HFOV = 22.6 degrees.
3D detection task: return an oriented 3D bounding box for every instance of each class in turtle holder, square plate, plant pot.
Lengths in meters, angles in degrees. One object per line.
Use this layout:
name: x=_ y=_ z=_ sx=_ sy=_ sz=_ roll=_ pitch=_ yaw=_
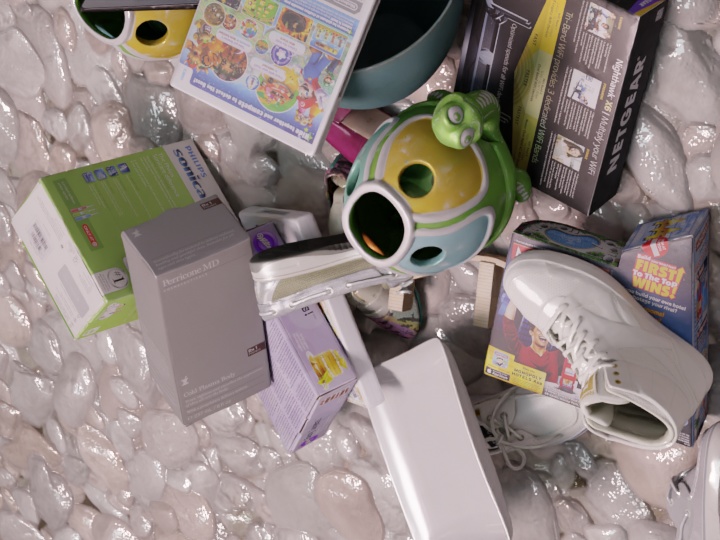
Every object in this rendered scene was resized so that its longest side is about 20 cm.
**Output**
turtle holder: x=-0.196 y=-0.256 z=1.737 sx=0.141 sy=0.131 sz=0.186 roll=-32 pitch=90 yaw=45
square plate: x=0.073 y=0.172 z=1.714 sx=0.200 sy=0.028 sz=0.200 roll=-29 pitch=79 yaw=64
turtle holder: x=0.065 y=-0.070 z=1.532 sx=0.185 sy=0.131 sz=0.142 roll=-18 pitch=102 yaw=48
plant pot: x=0.002 y=-0.220 z=1.570 sx=0.199 sy=0.201 sz=0.135 roll=29 pitch=164 yaw=25

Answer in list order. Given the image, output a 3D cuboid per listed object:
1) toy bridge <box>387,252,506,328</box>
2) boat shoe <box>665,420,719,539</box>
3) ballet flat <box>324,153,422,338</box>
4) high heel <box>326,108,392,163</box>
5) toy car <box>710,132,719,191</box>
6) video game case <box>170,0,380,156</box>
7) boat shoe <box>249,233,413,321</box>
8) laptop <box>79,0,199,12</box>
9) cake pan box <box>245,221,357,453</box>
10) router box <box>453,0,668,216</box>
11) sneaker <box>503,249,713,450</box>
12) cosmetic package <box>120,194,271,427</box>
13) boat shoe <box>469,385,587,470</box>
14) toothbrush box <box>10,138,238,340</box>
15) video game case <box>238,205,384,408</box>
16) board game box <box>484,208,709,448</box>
toy bridge: x=0.120 y=0.020 z=1.681 sx=0.199 sy=0.027 sz=0.068 roll=10 pitch=100 yaw=28
boat shoe: x=0.306 y=0.215 z=1.620 sx=0.068 sy=0.072 sz=0.201 roll=16 pitch=133 yaw=29
ballet flat: x=0.002 y=-0.016 z=1.745 sx=0.069 sy=0.071 sz=0.201 roll=-2 pitch=113 yaw=38
high heel: x=0.028 y=-0.102 z=1.696 sx=0.200 sy=0.067 sz=0.096 roll=53 pitch=155 yaw=6
toy car: x=0.345 y=-0.082 z=1.354 sx=0.174 sy=0.150 sz=0.201 roll=33 pitch=131 yaw=22
video game case: x=-0.060 y=-0.213 z=1.463 sx=0.142 sy=0.018 sz=0.201 roll=27 pitch=107 yaw=14
boat shoe: x=-0.001 y=0.001 z=1.674 sx=0.200 sy=0.074 sz=0.065 roll=-9 pitch=104 yaw=-2
laptop: x=-0.143 y=-0.329 z=1.591 sx=0.198 sy=0.188 sz=0.116 roll=0 pitch=131 yaw=16
cake pan box: x=-0.081 y=0.072 z=1.813 sx=0.185 sy=0.052 sz=0.200 roll=62 pitch=160 yaw=16
router box: x=0.162 y=-0.169 z=1.531 sx=0.157 sy=0.052 sz=0.201 roll=31 pitch=132 yaw=25
sneaker: x=0.192 y=0.067 z=1.492 sx=0.199 sy=0.116 sz=0.074 roll=33 pitch=127 yaw=7
cosmetic package: x=-0.156 y=0.039 z=1.742 sx=0.090 sy=0.106 sz=0.201 roll=49 pitch=156 yaw=40
boat shoe: x=0.135 y=0.147 z=1.711 sx=0.201 sy=0.086 sz=0.075 roll=-14 pitch=104 yaw=45
toothbrush box: x=-0.228 y=-0.034 z=1.828 sx=0.146 sy=0.199 sz=0.086 roll=59 pitch=138 yaw=12
video game case: x=-0.051 y=0.034 z=1.800 sx=0.182 sy=0.023 sz=0.201 roll=11 pitch=124 yaw=68
board game box: x=0.223 y=0.027 z=1.563 sx=0.199 sy=0.062 sz=0.201 roll=19 pitch=122 yaw=15
